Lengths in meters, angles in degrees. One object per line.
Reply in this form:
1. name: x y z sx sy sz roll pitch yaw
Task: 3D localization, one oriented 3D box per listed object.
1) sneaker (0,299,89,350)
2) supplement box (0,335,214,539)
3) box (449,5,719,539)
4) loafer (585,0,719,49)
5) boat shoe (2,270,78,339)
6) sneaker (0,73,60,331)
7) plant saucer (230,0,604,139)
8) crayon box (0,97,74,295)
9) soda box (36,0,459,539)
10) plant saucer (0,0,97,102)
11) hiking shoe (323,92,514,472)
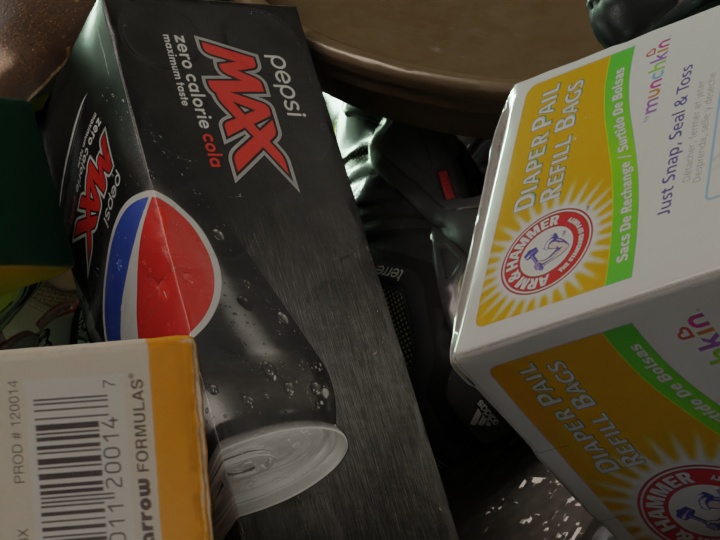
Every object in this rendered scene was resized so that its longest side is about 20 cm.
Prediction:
1. sneaker: -0.073 0.002 0.978 0.108 0.067 0.202 -18 42 32
2. supplement box: -0.140 0.063 0.687 0.199 0.074 0.126 -4 -6 -9
3. box: 0.137 -0.007 0.702 0.199 0.113 0.102 -19 39 32
4. loafer: 0.104 -0.116 0.864 0.068 0.070 0.201 -40 4 32
5. boat shoe: -0.062 -0.047 1.053 0.200 0.065 0.072 -38 28 -1
6. sneaker: -0.152 0.002 0.957 0.200 0.075 0.076 -50 5 19
7. plant saucer: 0.050 -0.092 0.927 0.199 0.030 0.200 3 30 -2
8. crayon box: -0.204 0.002 0.771 0.199 0.059 0.172 -18 -7 16
9. soda box: -0.035 0.018 0.808 0.063 0.070 0.201 -55 43 46
10. plant saucer: -0.145 -0.061 0.938 0.200 0.032 0.200 -39 15 13
11. hiking shoe: 0.000 0.000 0.898 0.100 0.076 0.200 -34 29 0
